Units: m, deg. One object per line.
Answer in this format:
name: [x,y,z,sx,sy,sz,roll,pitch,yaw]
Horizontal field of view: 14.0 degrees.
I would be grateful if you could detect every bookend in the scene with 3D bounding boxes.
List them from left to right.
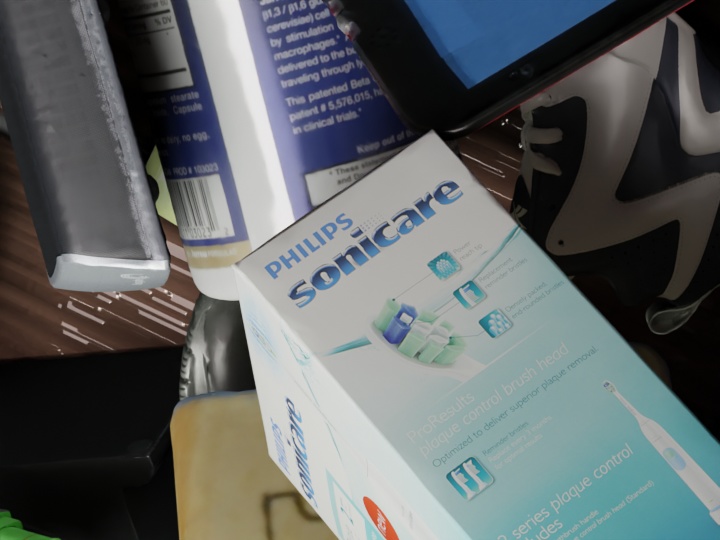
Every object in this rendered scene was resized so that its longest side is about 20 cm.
bookend: [-0.137,0.146,1.292,0.200,0.092,0.199,-7,117,23]

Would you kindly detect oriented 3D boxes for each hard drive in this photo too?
hard drive: [-0.109,-0.055,1.091,0.042,0.200,0.135,-16,93,-7]

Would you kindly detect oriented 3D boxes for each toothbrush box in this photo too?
toothbrush box: [0.054,0.076,0.951,0.200,0.085,0.146,50,165,23]

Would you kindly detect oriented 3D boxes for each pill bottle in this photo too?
pill bottle: [-0.033,-0.098,1.093,0.111,0.111,0.200,-10,99,26]

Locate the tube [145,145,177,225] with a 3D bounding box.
tube: [0.000,0.000,1.185,0.200,0.052,0.058,34,90,4]

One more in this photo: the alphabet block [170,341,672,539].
alphabet block: [0.038,0.170,1.116,0.196,0.200,0.195,-9,135,1]

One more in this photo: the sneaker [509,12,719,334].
sneaker: [0.070,-0.055,1.089,0.199,0.079,0.130,36,102,-12]

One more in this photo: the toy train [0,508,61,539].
toy train: [-0.142,0.124,1.164,0.200,0.042,0.056,9,116,41]

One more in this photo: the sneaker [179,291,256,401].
sneaker: [-0.015,0.079,1.226,0.091,0.076,0.200,-9,124,18]

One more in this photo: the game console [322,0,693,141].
game console: [0.057,-0.170,0.975,0.200,0.119,0.172,-31,106,-1]
